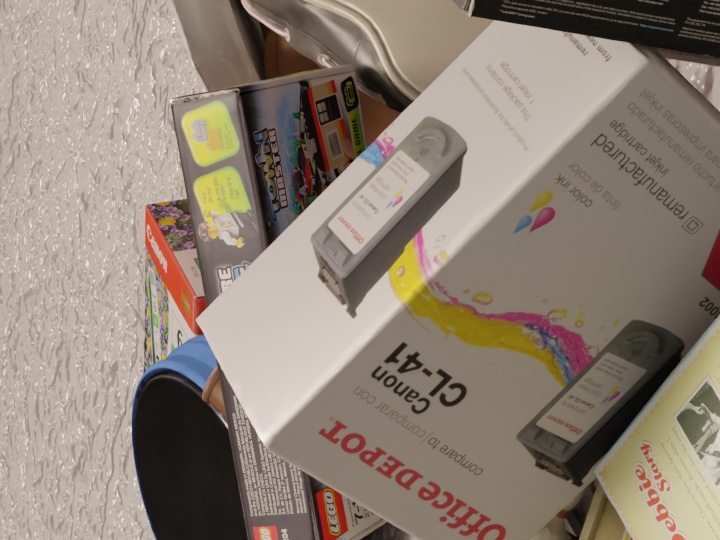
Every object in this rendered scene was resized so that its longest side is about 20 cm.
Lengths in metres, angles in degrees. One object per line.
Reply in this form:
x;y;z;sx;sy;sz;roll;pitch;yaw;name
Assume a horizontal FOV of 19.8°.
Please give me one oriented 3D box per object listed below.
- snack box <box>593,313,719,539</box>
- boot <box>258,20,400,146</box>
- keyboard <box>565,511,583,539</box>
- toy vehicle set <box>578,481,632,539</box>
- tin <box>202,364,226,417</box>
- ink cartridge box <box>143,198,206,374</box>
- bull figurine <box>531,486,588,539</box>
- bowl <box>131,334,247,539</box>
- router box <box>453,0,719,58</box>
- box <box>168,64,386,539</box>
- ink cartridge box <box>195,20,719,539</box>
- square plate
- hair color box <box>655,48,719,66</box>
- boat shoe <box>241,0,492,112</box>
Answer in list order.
0.168;0.112;0.730;0.116;0.037;0.200;-56;48;37;snack box
-0.019;-0.137;1.120;0.200;0.070;0.146;62;-171;0;boot
0.067;0.097;1.006;0.056;0.011;0.200;-68;31;29;keyboard
0.136;0.121;0.845;0.124;0.026;0.200;49;128;55;toy vehicle set
0.000;0.000;1.002;0.200;0.042;0.112;-50;-4;16;tin
-0.095;0.013;1.249;0.109;0.050;0.200;-124;31;-51;ink cartridge box
0.080;0.033;0.929;0.121;0.065;0.200;-134;56;-61;bull figurine
-0.069;0.136;1.155;0.201;0.039;0.201;39;140;44;bowl
0.135;-0.151;0.703;0.150;0.200;0.062;-66;32;32;router box
-0.024;0.017;0.893;0.035;0.110;0.200;-6;98;27;box
0.062;0.005;0.798;0.200;0.148;0.086;-46;40;10;ink cartridge box
-0.062;-0.103;1.124;0.200;0.028;0.198;-109;-5;-46;square plate
0.149;-0.176;0.782;0.200;0.111;0.064;-62;35;37;hair color box
0.012;-0.114;0.951;0.067;0.200;0.057;-51;-20;-12;boat shoe
